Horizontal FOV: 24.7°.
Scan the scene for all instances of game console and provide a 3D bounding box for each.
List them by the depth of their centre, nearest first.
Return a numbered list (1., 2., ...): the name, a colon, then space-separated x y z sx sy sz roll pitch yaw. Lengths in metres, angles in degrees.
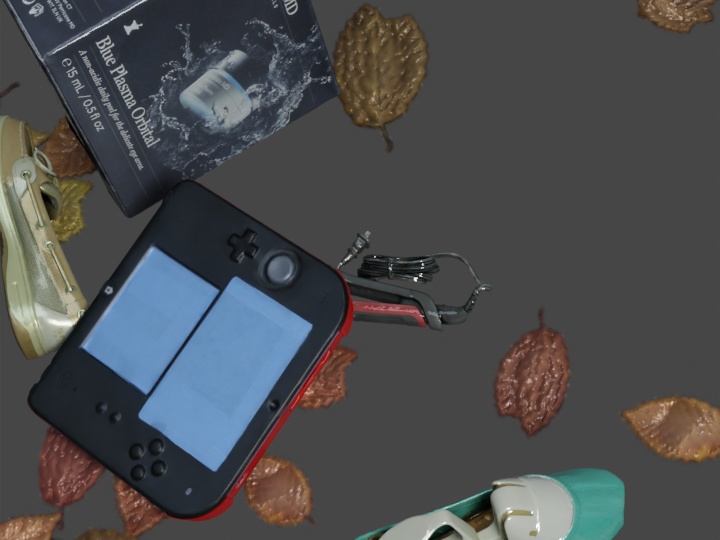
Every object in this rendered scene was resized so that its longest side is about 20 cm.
1. game console: -0.116 0.055 1.138 0.176 0.031 0.201 32 81 21

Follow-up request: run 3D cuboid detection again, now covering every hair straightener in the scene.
1. hair straightener: 0.000 0.000 1.164 0.197 0.041 0.078 2 58 21

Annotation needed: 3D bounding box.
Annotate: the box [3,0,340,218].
1. box: -0.141 -0.178 1.221 0.199 0.197 0.118 -31 56 -7

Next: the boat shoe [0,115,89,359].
1. boat shoe: -0.239 -0.031 1.232 0.062 0.073 0.203 -13 58 -3

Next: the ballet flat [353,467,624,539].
1. ballet flat: 0.075 0.168 1.022 0.198 0.071 0.068 -22 55 -1
